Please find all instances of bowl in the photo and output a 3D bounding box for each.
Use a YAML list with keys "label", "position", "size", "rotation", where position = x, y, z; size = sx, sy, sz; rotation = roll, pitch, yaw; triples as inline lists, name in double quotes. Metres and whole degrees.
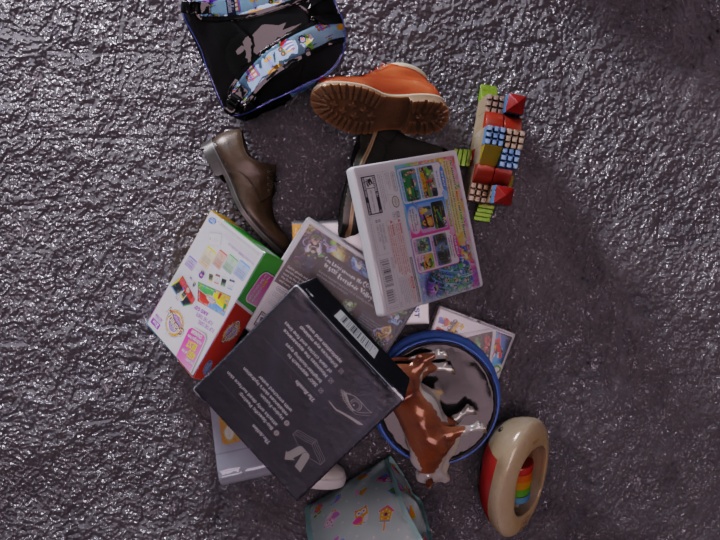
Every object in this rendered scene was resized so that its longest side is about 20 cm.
- label: "bowl"
  position: [0.112, 0.192, 1.027]
  size: [0.198, 0.039, 0.203]
  rotation: [0, 95, 0]

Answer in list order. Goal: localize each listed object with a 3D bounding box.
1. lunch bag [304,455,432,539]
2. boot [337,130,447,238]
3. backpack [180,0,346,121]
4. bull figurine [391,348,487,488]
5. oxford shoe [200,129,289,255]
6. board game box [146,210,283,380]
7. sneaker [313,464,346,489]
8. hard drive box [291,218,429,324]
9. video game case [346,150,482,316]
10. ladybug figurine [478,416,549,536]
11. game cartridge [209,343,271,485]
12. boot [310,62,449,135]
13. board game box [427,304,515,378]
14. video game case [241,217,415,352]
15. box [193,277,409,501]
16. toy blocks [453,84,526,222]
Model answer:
- label: "lunch bag"
  position: [0.015, 0.390, 0.993]
  size: [0.169, 0.200, 0.123]
  rotation: [-32, 104, 1]
- label: "boot"
  position: [0.049, -0.124, 0.981]
  size: [0.137, 0.078, 0.202]
  rotation: [18, 65, -7]
- label: "backpack"
  position: [-0.123, -0.323, 0.961]
  size: [0.198, 0.135, 0.184]
  rotation: [-24, 95, 2]
- label: "bull figurine"
  position: [0.101, 0.208, 0.977]
  size: [0.120, 0.065, 0.202]
  rotation: [-27, 95, 1]
- label: "oxford shoe"
  position: [-0.151, -0.117, 1.012]
  size: [0.084, 0.073, 0.201]
  rotation: [-29, 95, 0]
- label: "board game box"
  position: [-0.215, 0.034, 0.994]
  size: [0.153, 0.040, 0.201]
  rotation: [35, 96, 40]
- label: "sneaker"
  position: [-0.106, 0.266, 1.046]
  size: [0.198, 0.073, 0.086]
  rotation: [22, 97, -2]
- label: "hard drive box"
  position: [0.000, 0.000, 1.024]
  size: [0.197, 0.077, 0.158]
  rotation: [-3, 96, -1]
- label: "video game case"
  position: [0.079, -0.055, 0.956]
  size: [0.180, 0.024, 0.203]
  rotation: [-14, 94, -31]
- label: "ladybug figurine"
  position: [0.227, 0.308, 1.040]
  size: [0.071, 0.135, 0.202]
  rotation: [20, 115, 40]
- label: "game cartridge"
  position: [-0.155, 0.202, 1.019]
  size: [0.132, 0.042, 0.202]
  rotation: [-14, 70, 4]
- label: "boot"
  position: [0.020, -0.252, 0.977]
  size: [0.198, 0.075, 0.108]
  rotation: [2, 51, -20]
- label: "board game box"
  position: [0.144, 0.168, 1.062]
  size: [0.125, 0.035, 0.202]
  rotation: [20, 94, -2]
- label: "video game case"
  position: [-0.040, 0.055, 0.979]
  size: [0.199, 0.023, 0.183]
  rotation: [33, 95, -4]
- label: "box"
  position: [-0.073, 0.150, 0.909]
  size: [0.200, 0.117, 0.197]
  rotation: [-44, 88, 9]
- label: "toy blocks"
  position: [0.192, -0.171, 0.981]
  size: [0.099, 0.137, 0.203]
  rotation: [9, 95, -2]
